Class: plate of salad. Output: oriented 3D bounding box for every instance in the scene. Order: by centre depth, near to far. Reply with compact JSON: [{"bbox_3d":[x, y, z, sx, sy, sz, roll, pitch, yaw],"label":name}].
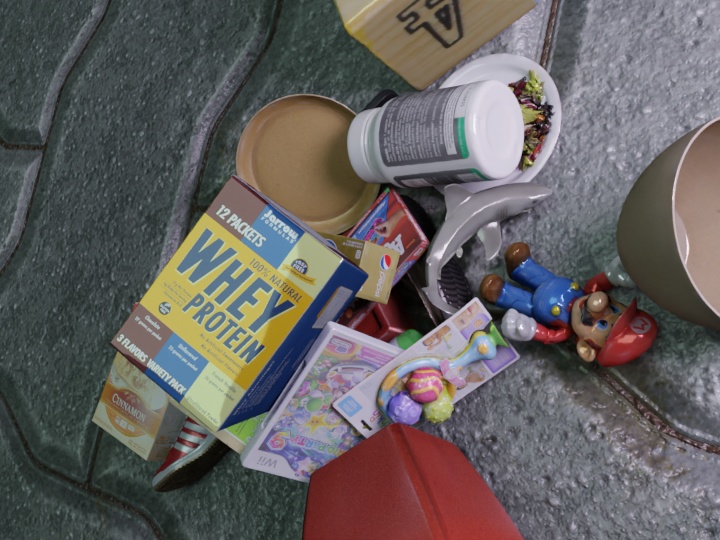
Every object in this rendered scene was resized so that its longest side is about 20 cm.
[{"bbox_3d":[0.155,-0.184,0.967,0.199,0.048,0.202,-10,72,32],"label":"plate of salad"}]

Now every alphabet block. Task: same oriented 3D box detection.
[{"bbox_3d":[0.080,-0.392,0.982,0.199,0.196,0.197,-31,61,25],"label":"alphabet block"}]

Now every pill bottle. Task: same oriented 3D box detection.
[{"bbox_3d":[0.086,-0.159,0.920,0.199,0.113,0.114,1,78,42],"label":"pill bottle"}]

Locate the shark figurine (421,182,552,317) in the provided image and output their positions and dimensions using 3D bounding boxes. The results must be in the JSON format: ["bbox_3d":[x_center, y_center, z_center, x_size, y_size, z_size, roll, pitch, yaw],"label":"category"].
[{"bbox_3d":[0.110,-0.050,0.885,0.128,0.090,0.215,22,62,43],"label":"shark figurine"}]

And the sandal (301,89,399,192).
[{"bbox_3d":[-0.010,-0.165,1.064,0.200,0.075,0.045,-47,66,13],"label":"sandal"}]

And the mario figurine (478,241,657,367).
[{"bbox_3d":[0.226,0.028,0.825,0.199,0.105,0.125,28,107,40],"label":"mario figurine"}]

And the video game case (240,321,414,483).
[{"bbox_3d":[-0.028,0.161,0.867,0.201,0.142,0.018,-56,32,17],"label":"video game case"}]

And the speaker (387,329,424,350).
[{"bbox_3d":[0.018,0.168,0.949,0.200,0.088,0.089,-47,57,16],"label":"speaker"}]

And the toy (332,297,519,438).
[{"bbox_3d":[0.082,0.132,0.851,0.200,0.115,0.047,-39,34,4],"label":"toy"}]

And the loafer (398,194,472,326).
[{"bbox_3d":[0.078,-0.002,0.968,0.071,0.073,0.201,-43,52,30],"label":"loafer"}]

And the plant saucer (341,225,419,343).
[{"bbox_3d":[-0.041,0.064,1.047,0.200,0.037,0.201,-40,59,21],"label":"plant saucer"}]

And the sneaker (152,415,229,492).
[{"bbox_3d":[-0.247,0.230,1.125,0.200,0.071,0.113,-42,62,10],"label":"sneaker"}]

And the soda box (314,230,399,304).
[{"bbox_3d":[-0.047,-0.012,0.969,0.199,0.064,0.068,14,89,47],"label":"soda box"}]

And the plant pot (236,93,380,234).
[{"bbox_3d":[-0.069,-0.141,1.033,0.200,0.200,0.028,-39,15,20],"label":"plant pot"}]

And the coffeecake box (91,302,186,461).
[{"bbox_3d":[-0.316,0.172,1.188,0.153,0.073,0.202,19,89,37],"label":"coffeecake box"}]

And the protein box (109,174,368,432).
[{"bbox_3d":[-0.110,0.037,0.787,0.135,0.200,0.199,37,91,9],"label":"protein box"}]

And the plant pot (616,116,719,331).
[{"bbox_3d":[0.330,-0.035,0.740,0.134,0.198,0.202,163,116,-66],"label":"plant pot"}]

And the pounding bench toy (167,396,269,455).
[{"bbox_3d":[-0.115,0.110,0.962,0.124,0.156,0.201,32,90,9],"label":"pounding bench toy"}]

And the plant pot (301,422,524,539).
[{"bbox_3d":[0.050,0.287,0.840,0.199,0.199,0.177,-36,50,22],"label":"plant pot"}]

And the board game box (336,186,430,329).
[{"bbox_3d":[0.000,0.000,0.979,0.200,0.019,0.103,-49,51,24],"label":"board game box"}]
